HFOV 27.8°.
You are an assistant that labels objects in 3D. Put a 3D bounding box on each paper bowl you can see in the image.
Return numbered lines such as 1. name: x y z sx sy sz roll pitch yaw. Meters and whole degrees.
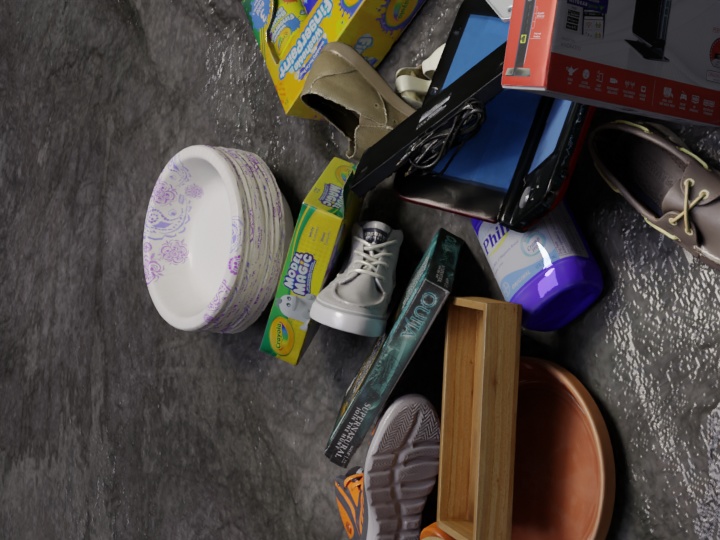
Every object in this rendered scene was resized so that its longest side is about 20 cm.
1. paper bowl: -0.147 -0.032 1.589 0.200 0.104 0.203 -9 78 52

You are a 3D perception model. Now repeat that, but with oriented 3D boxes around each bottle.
1. bottle: 0.137 -0.048 1.247 0.084 0.065 0.201 -43 53 34

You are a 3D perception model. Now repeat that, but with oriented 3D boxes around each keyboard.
1. keyboard: 0.070 -0.114 1.193 0.200 0.040 0.104 -36 18 35

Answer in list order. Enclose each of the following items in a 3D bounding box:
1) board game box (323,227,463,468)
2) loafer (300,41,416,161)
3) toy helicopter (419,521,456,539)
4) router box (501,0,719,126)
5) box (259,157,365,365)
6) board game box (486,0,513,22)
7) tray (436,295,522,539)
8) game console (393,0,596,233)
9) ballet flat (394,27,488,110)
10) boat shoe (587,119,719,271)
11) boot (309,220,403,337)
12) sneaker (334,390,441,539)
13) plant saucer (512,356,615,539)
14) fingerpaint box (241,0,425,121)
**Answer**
1. board game box: 0.031 0.070 1.328 0.201 0.028 0.135 -61 3 23
2. loafer: 0.022 -0.121 1.338 0.200 0.067 0.076 43 161 6
3. toy helicopter: 0.086 0.326 1.257 0.132 0.078 0.202 14 120 51
4. router box: 0.202 -0.208 1.067 0.049 0.199 0.181 13 97 53
5. box: -0.040 -0.020 1.421 0.117 0.048 0.201 -60 -8 -60
6. board game box: 0.158 -0.317 1.203 0.200 0.026 0.201 -40 48 10
7. tray: 0.100 0.125 1.222 0.099 0.037 0.202 -171 83 -74
8. game console: 0.122 -0.146 1.179 0.172 0.118 0.201 129 162 -79
9. ballet flat: 0.073 -0.177 1.344 0.200 0.067 0.069 -33 60 47
10. boat shoe: 0.249 -0.054 1.104 0.200 0.059 0.072 50 124 43
11. boot: 0.000 0.000 1.357 0.200 0.073 0.096 -90 15 -82
12. sneaker: 0.016 0.191 1.350 0.112 0.077 0.202 -136 52 -60
13. plant saucer: 0.144 0.175 1.242 0.200 0.032 0.202 -6 83 52
14. fingerpaint box: -0.028 -0.282 1.483 0.200 0.073 0.168 -50 50 38
